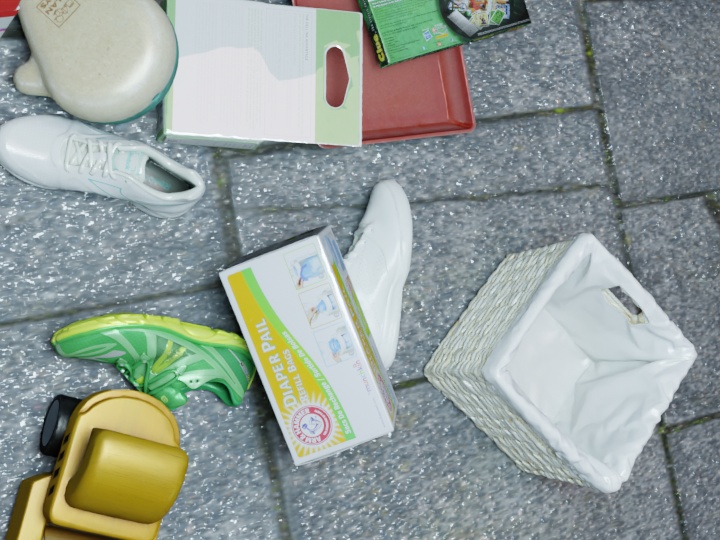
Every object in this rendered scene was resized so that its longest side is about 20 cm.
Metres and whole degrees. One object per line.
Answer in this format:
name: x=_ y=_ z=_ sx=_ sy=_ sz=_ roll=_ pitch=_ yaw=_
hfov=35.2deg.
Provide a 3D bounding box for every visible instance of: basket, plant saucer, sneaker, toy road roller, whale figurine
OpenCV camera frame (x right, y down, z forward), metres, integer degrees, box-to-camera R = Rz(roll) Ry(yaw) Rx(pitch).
basket: x=0.211 y=0.101 z=1.218 sx=0.198 sy=0.161 sz=0.200 roll=45 pitch=66 yaw=-16
plant saucer: x=0.018 y=-0.235 z=1.223 sx=0.199 sy=0.037 sz=0.201 roll=-10 pitch=90 yaw=-28
sneaker: x=-0.237 y=-0.103 z=1.053 sx=0.200 sy=0.080 sz=0.071 roll=14 pitch=80 yaw=-24
toy road roller: x=-0.224 y=0.202 z=0.989 sx=0.123 sy=0.146 sz=0.200 roll=19 pitch=76 yaw=-24
whale figurine: x=-0.258 y=-0.222 z=1.055 sx=0.200 sy=0.104 sz=0.159 roll=41 pitch=88 yaw=6
sneaker: x=0.000 y=0.000 z=1.174 sx=0.088 sy=0.075 sz=0.201 roll=8 pitch=82 yaw=-15
sneaker: x=-0.188 y=0.087 z=1.060 sx=0.200 sy=0.074 sz=0.084 roll=12 pitch=75 yaw=-26

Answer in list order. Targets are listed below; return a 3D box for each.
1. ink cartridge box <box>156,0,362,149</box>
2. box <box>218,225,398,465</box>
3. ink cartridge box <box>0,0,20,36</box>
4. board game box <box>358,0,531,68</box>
ink cartridge box: x=-0.100 y=-0.195 z=1.135 sx=0.200 sy=0.048 sz=0.146 roll=3 pitch=83 yaw=-19
box: x=-0.045 y=0.070 z=1.097 sx=0.101 sy=0.112 sz=0.200 roll=-21 pitch=96 yaw=6
ink cartridge box: x=-0.355 y=-0.226 z=0.935 sx=0.116 sy=0.200 sz=0.067 roll=-12 pitch=90 yaw=-28
board game box: x=0.090 y=-0.294 z=1.233 sx=0.200 sy=0.023 sz=0.105 roll=-21 pitch=96 yaw=-28
